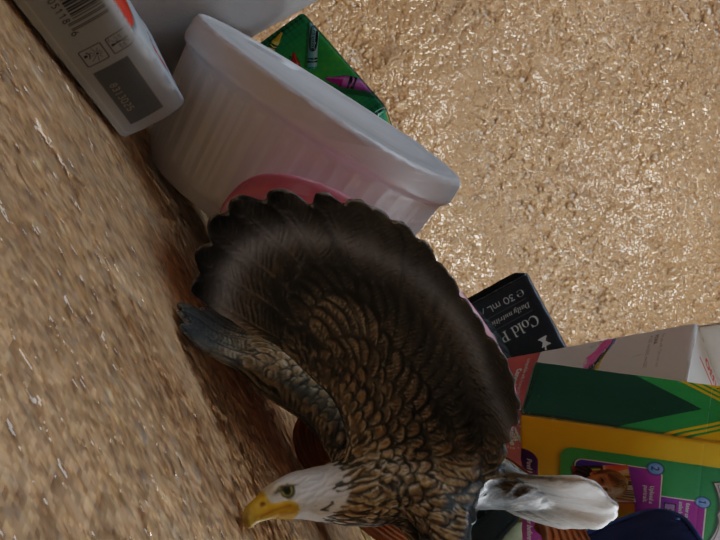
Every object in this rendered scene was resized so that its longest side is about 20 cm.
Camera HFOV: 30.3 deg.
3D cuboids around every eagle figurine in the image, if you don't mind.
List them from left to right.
[{"bbox_3d":[0.004,0.069,0.581,0.151,0.151,0.201,10,54,-62],"label":"eagle figurine"}]

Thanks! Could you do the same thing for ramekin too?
[{"bbox_3d":[-0.042,-0.071,0.846,0.202,0.095,0.202,32,10,-6],"label":"ramekin"}]

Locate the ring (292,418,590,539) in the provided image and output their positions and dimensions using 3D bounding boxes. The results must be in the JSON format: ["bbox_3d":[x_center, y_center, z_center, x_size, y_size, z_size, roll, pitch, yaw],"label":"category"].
[{"bbox_3d":[0.049,0.137,0.796,0.200,0.019,0.201,24,17,-8],"label":"ring"}]

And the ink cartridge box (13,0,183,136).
[{"bbox_3d":[-0.174,-0.193,0.735,0.201,0.050,0.162,66,3,31],"label":"ink cartridge box"}]

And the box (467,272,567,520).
[{"bbox_3d":[0.105,0.133,1.177,0.197,0.199,0.124,61,3,1],"label":"box"}]

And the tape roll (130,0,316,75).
[{"bbox_3d":[-0.133,-0.246,0.921,0.203,0.139,0.203,59,-4,7],"label":"tape roll"}]

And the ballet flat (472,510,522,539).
[{"bbox_3d":[0.142,0.206,1.057,0.073,0.200,0.073,46,-12,13],"label":"ballet flat"}]

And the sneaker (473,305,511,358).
[{"bbox_3d":[0.082,0.093,1.034,0.200,0.076,0.076,52,40,-38],"label":"sneaker"}]

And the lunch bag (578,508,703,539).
[{"bbox_3d":[0.156,0.242,0.817,0.133,0.199,0.136,74,-11,-45],"label":"lunch bag"}]

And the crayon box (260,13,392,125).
[{"bbox_3d":[-0.018,-0.112,1.130,0.119,0.058,0.200,51,-6,25],"label":"crayon box"}]

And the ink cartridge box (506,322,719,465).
[{"bbox_3d":[0.199,0.111,0.949,0.117,0.199,0.068,61,33,-24],"label":"ink cartridge box"}]

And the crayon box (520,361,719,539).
[{"bbox_3d":[0.199,0.165,0.907,0.058,0.171,0.201,-65,155,-50],"label":"crayon box"}]

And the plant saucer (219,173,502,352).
[{"bbox_3d":[-0.009,0.039,0.719,0.200,0.051,0.201,35,-26,20],"label":"plant saucer"}]
